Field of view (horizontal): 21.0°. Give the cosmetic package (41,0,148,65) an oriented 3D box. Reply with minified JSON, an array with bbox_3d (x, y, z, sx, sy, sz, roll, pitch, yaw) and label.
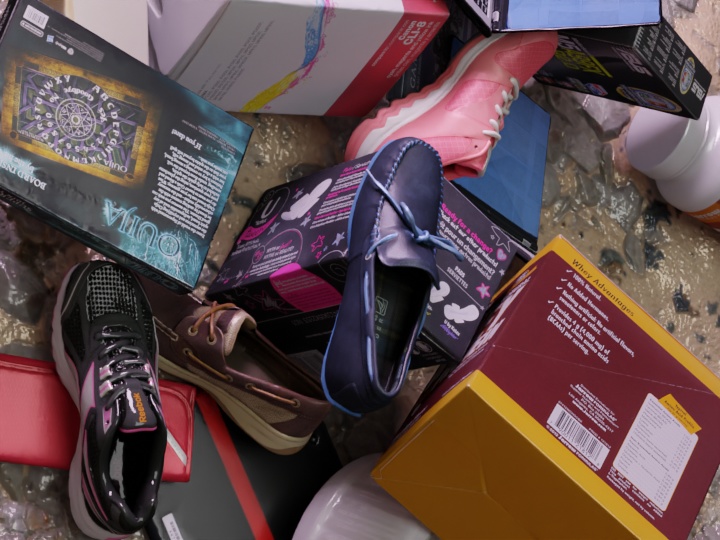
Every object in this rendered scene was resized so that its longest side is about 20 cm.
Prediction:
[{"bbox_3d":[-0.207,-0.156,1.431,0.070,0.105,0.202,4,78,-32],"label":"cosmetic package"}]

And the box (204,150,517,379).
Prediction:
[{"bbox_3d":[0.000,0.000,1.488,0.132,0.199,0.115,41,62,-22],"label":"box"}]

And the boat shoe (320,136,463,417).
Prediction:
[{"bbox_3d":[0.032,0.004,1.345,0.084,0.068,0.202,16,75,-31],"label":"boat shoe"}]

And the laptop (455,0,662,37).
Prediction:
[{"bbox_3d":[0.129,-0.278,1.517,0.200,0.115,0.188,45,30,-25],"label":"laptop"}]

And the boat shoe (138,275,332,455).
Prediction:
[{"bbox_3d":[-0.104,0.051,1.456,0.200,0.072,0.072,41,39,0],"label":"boat shoe"}]

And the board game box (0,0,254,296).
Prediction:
[{"bbox_3d":[-0.180,-0.086,1.358,0.199,0.028,0.136,30,67,-26],"label":"board game box"}]

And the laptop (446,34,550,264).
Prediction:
[{"bbox_3d":[0.151,-0.071,1.627,0.116,0.200,0.187,-54,143,5],"label":"laptop"}]

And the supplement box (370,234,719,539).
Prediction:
[{"bbox_3d":[0.150,0.124,1.447,0.197,0.133,0.200,41,42,-3],"label":"supplement box"}]

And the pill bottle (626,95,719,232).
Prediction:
[{"bbox_3d":[0.346,-0.092,1.808,0.199,0.112,0.113,25,68,-29],"label":"pill bottle"}]

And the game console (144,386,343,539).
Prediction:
[{"bbox_3d":[-0.086,0.182,1.503,0.176,0.031,0.202,-26,96,-30],"label":"game console"}]

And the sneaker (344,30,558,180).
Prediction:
[{"bbox_3d":[0.087,-0.117,1.530,0.199,0.074,0.087,-37,69,-4],"label":"sneaker"}]

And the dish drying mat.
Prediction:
[{"bbox_3d":[-0.214,0.106,1.415,0.198,0.018,0.078,11,76,-27],"label":"dish drying mat"}]

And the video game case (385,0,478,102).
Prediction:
[{"bbox_3d":[0.082,-0.178,1.643,0.200,0.019,0.144,28,64,-55],"label":"video game case"}]

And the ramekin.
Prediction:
[{"bbox_3d":[0.043,0.249,1.497,0.199,0.104,0.202,-10,104,-45],"label":"ramekin"}]

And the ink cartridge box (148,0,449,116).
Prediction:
[{"bbox_3d":[-0.065,-0.218,1.496,0.198,0.145,0.147,-1,61,-34],"label":"ink cartridge box"}]

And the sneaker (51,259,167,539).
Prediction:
[{"bbox_3d":[-0.166,0.091,1.380,0.080,0.086,0.202,-7,90,-26],"label":"sneaker"}]

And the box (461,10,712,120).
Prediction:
[{"bbox_3d":[0.194,-0.191,1.639,0.200,0.159,0.045,28,81,-63],"label":"box"}]
